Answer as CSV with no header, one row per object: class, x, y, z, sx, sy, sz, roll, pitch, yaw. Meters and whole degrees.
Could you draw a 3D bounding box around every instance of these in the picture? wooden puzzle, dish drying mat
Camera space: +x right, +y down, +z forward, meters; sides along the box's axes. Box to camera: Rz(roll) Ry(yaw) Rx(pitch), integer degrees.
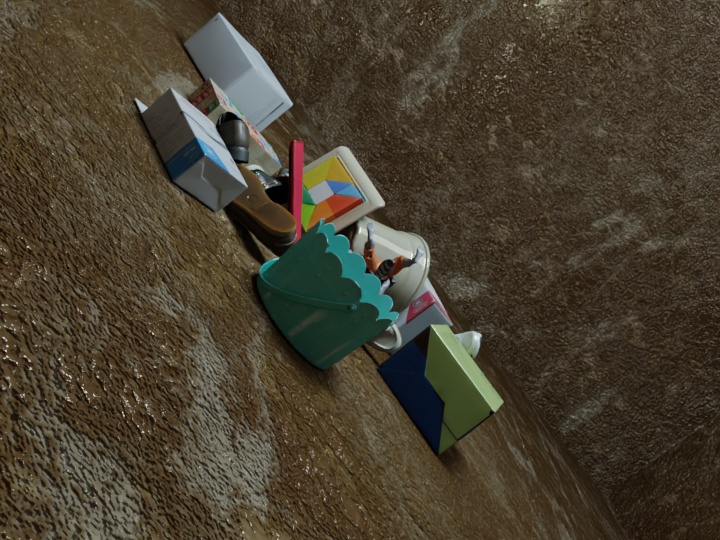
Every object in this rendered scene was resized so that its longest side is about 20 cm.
wooden puzzle,-0.076,-0.153,1.676,0.186,0.199,0.037,58,-7,33
dish drying mat,-0.123,-0.142,1.568,0.077,0.018,0.202,-38,130,-80

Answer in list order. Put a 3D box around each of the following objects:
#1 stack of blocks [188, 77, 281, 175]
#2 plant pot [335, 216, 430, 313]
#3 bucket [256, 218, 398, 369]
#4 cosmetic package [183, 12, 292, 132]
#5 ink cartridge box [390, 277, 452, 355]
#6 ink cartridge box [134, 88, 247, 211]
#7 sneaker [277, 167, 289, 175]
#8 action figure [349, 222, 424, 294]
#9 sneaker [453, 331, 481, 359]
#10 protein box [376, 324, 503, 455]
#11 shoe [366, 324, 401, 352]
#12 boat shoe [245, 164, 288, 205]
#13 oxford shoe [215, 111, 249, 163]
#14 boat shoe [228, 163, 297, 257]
stack of blocks,-0.254,-0.282,1.692,0.200,0.058,0.116,45,12,-41
plant pot,0.011,-0.026,1.730,0.183,0.201,0.201,31,20,-36
bucket,-0.051,0.038,1.251,0.208,0.134,0.207,51,8,-10
cosmetic package,-0.295,-0.474,2.014,0.200,0.123,0.200,57,9,26
ink cartridge box,0.098,0.082,1.803,0.083,0.145,0.200,48,10,-29
ink cartridge box,-0.265,-0.200,1.293,0.201,0.067,0.116,59,12,32
sneaker,-0.138,-0.166,1.856,0.079,0.075,0.200,42,-6,39
action figure,0.000,0.000,1.574,0.198,0.194,0.105,14,46,-21
sneaker,0.169,0.173,1.758,0.081,0.199,0.076,37,45,-25
protein box,0.159,0.223,1.609,0.199,0.135,0.200,54,9,11
shoe,-0.002,0.084,1.551,0.200,0.070,0.053,44,8,-6
boat shoe,-0.167,-0.147,1.580,0.063,0.074,0.201,53,14,15
oxford shoe,-0.223,-0.228,1.433,0.072,0.085,0.200,4,4,-21
boat shoe,-0.177,-0.098,1.375,0.200,0.070,0.071,48,-31,30
